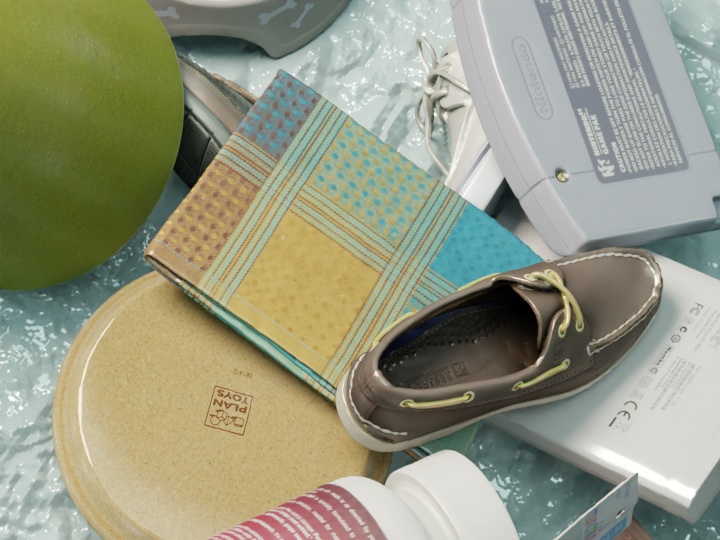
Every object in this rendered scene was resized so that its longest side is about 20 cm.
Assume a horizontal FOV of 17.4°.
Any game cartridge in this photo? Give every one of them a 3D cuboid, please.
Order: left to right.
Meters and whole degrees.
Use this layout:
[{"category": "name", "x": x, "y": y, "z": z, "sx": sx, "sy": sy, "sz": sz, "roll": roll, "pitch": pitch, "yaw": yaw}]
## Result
[{"category": "game cartridge", "x": 0.124, "y": -0.108, "z": 1.332, "sx": 0.132, "sy": 0.042, "sz": 0.201, "roll": -11, "pitch": 74, "yaw": -27}]

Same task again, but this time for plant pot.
[{"category": "plant pot", "x": -0.219, "y": -0.099, "z": 1.225, "sx": 0.186, "sy": 0.200, "sz": 0.189, "roll": -4, "pitch": 78, "yaw": 22}]

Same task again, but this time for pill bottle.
[{"category": "pill bottle", "x": -0.023, "y": 0.169, "z": 1.165, "sx": 0.199, "sy": 0.110, "sz": 0.110, "roll": -23, "pitch": 72, "yaw": -22}]

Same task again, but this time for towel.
[{"category": "towel", "x": 0.000, "y": 0.000, "z": 1.267, "sx": 0.199, "sy": 0.022, "sz": 0.147, "roll": 35, "pitch": 62, "yaw": -1}]

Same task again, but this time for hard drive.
[{"category": "hard drive", "x": 0.132, "y": 0.044, "z": 1.294, "sx": 0.199, "sy": 0.026, "sz": 0.132, "roll": 24, "pitch": 63, "yaw": 32}]

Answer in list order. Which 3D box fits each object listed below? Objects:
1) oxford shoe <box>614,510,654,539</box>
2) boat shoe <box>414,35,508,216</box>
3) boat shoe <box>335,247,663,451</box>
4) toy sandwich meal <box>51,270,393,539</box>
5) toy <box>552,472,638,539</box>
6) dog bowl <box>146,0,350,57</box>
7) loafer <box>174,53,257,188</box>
[{"category": "oxford shoe", "x": 0.191, "y": 0.205, "z": 1.257, "sx": 0.200, "sy": 0.071, "sz": 0.073, "roll": 42, "pitch": 63, "yaw": 11}, {"category": "boat shoe", "x": 0.067, "y": -0.106, "z": 1.368, "sx": 0.086, "sy": 0.075, "sz": 0.203, "roll": 25, "pitch": 64, "yaw": 3}, {"category": "boat shoe", "x": 0.081, "y": 0.033, "z": 1.230, "sx": 0.199, "sy": 0.060, "sz": 0.072, "roll": -21, "pitch": 72, "yaw": -22}, {"category": "toy sandwich meal", "x": -0.071, "y": 0.092, "z": 1.270, "sx": 0.203, "sy": 0.070, "sz": 0.207, "roll": 3, "pitch": 67, "yaw": -6}, {"category": "toy", "x": 0.070, "y": 0.189, "z": 1.131, "sx": 0.200, "sy": 0.115, "sz": 0.047, "roll": -38, "pitch": 74, "yaw": -8}, {"category": "dog bowl", "x": -0.087, "y": -0.223, "z": 1.407, "sx": 0.198, "sy": 0.059, "sz": 0.202, "roll": 3, "pitch": 68, "yaw": -6}, {"category": "loafer", "x": -0.047, "y": -0.053, "z": 1.331, "sx": 0.200, "sy": 0.072, "sz": 0.063, "roll": 47, "pitch": 61, "yaw": 3}]
